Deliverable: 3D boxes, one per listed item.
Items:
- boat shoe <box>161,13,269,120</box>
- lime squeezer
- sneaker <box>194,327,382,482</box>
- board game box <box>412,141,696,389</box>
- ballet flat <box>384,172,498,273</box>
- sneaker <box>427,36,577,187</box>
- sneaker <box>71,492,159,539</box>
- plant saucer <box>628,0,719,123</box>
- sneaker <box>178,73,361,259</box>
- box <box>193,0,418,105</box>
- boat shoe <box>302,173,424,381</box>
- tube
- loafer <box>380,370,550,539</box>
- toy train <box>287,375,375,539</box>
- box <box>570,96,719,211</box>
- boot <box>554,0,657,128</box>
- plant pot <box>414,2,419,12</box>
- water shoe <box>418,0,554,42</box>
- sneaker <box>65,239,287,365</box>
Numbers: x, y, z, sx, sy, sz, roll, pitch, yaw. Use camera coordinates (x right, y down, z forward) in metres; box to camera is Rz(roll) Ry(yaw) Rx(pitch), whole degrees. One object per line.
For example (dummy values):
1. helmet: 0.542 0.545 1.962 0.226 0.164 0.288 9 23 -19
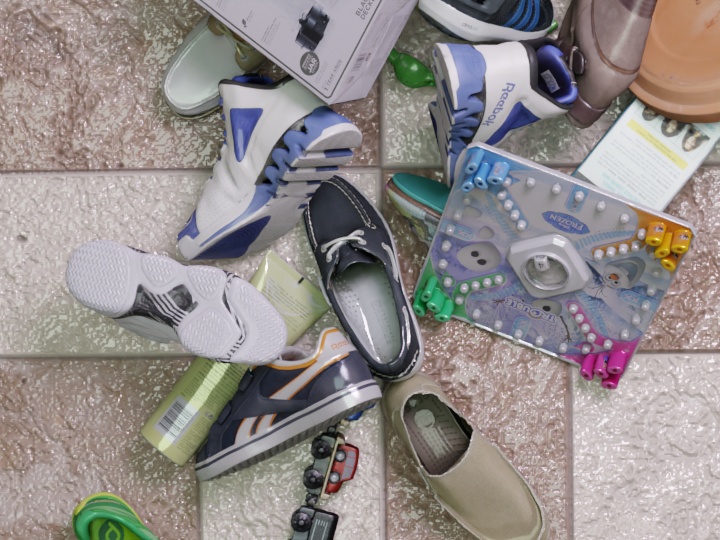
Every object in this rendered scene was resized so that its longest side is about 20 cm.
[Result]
1. boat shoe: -0.100 -0.213 1.681 0.075 0.068 0.200 45 93 2
2. lime squeezer: 0.073 -0.192 1.695 0.200 0.038 0.071 4 60 4
3. sneaker: -0.073 0.115 1.664 0.200 0.078 0.079 -30 80 29
4. board game box: 0.157 0.002 1.625 0.200 0.026 0.200 21 136 2
5. ballet flat: 0.112 -0.026 1.680 0.200 0.069 0.071 15 118 3
6. sneaker: 0.121 -0.135 1.604 0.115 0.199 0.081 -11 72 -4
7. sneaker: -0.180 0.278 1.686 0.200 0.084 0.074 39 92 1
8. plant saucer: 0.302 -0.220 1.618 0.200 0.032 0.200 -16 58 28
9. sneaker: -0.089 -0.103 1.657 0.199 0.081 0.115 -43 63 33
10. box: -0.058 -0.241 1.586 0.200 0.060 0.117 38 117 19
11. boat shoe: 0.000 0.000 1.668 0.076 0.060 0.200 -29 75 6
12. tube: -0.113 0.082 1.700 0.052 0.058 0.200 39 91 33
13. loafer: 0.088 0.175 1.676 0.076 0.068 0.200 -43 88 3
14. toy train: -0.024 0.170 1.700 0.046 0.034 0.200 15 92 0
15. box: 0.265 -0.120 1.671 0.082 0.049 0.200 39 93 3
16. boot: 0.198 -0.220 1.642 0.070 0.200 0.146 18 121 -15
17. plant pot: 0.064 -0.354 1.625 0.200 0.200 0.190 -40 77 3
18. water shoe: 0.123 -0.236 1.602 0.071 0.200 0.079 38 115 16
19. sneaker: -0.149 0.032 1.658 0.200 0.115 0.075 20 85 11
